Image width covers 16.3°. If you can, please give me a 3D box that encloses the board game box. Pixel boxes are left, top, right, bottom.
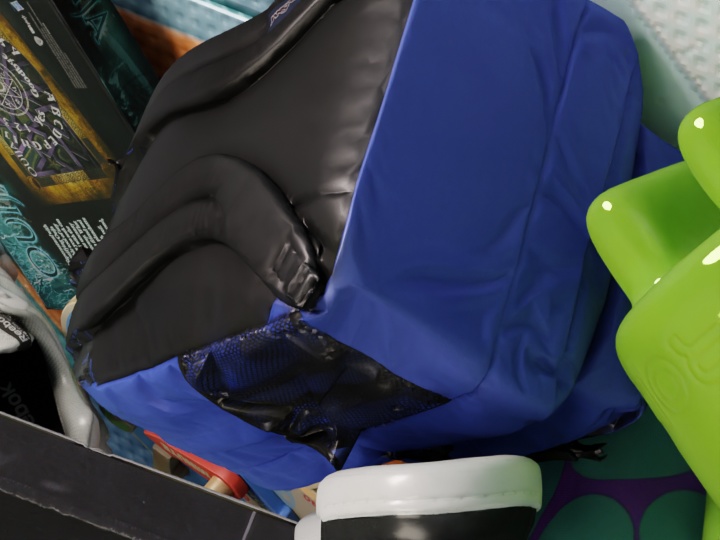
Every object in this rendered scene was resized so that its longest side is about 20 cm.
[{"bbox_3d":[-0.127,-0.061,1.022,0.135,0.028,0.201,5,136,43],"label":"board game box"}]

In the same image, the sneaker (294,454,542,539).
[{"bbox_3d":[0.021,0.126,0.825,0.200,0.073,0.113,118,149,-76],"label":"sneaker"}]

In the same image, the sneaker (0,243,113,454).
[{"bbox_3d":[-0.174,0.017,1.102,0.200,0.075,0.081,51,163,7],"label":"sneaker"}]

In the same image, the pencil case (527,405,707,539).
[{"bbox_3d":[0.091,0.112,0.856,0.085,0.201,0.092,38,120,-23],"label":"pencil case"}]

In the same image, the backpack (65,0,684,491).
[{"bbox_3d":[0.000,0.000,0.861,0.168,0.163,0.200,36,148,-25],"label":"backpack"}]

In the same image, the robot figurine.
[{"bbox_3d":[0.157,0.039,0.759,0.175,0.115,0.200,-44,75,32],"label":"robot figurine"}]

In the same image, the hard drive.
[{"bbox_3d":[-0.114,0.121,1.068,0.199,0.038,0.140,19,148,2],"label":"hard drive"}]

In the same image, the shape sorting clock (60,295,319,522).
[{"bbox_3d":[-0.050,0.082,1.068,0.200,0.039,0.200,36,165,11],"label":"shape sorting clock"}]
